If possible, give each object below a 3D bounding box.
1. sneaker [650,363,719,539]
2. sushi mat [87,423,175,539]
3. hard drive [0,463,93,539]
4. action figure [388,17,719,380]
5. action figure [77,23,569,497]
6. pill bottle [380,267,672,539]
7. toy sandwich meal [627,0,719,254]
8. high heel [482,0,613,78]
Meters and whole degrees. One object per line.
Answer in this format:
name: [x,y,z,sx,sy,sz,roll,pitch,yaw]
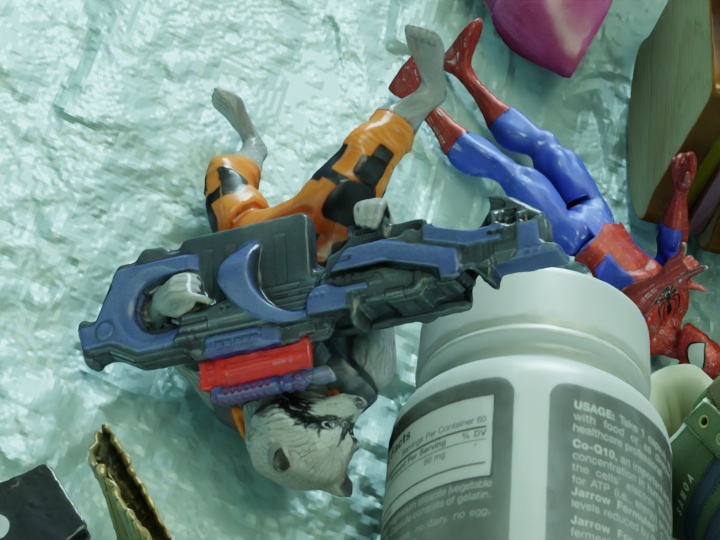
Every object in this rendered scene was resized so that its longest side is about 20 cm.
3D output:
sneaker: [0.157,0.079,0.826,0.066,0.200,0.091,-13,94,-15]
sushi mat: [-0.057,0.122,0.694,0.012,0.200,0.096,-28,71,-14]
hard drive: [-0.152,0.158,0.654,0.199,0.038,0.140,-26,54,-21]
action figure: [0.107,-0.039,0.958,0.065,0.099,0.201,-31,79,-39]
action figure: [0.000,0.000,0.852,0.105,0.198,0.195,55,38,-50]
pill bottle: [0.063,0.105,0.818,0.113,0.114,0.201,19,51,-16]
toy sandwich meal: [0.174,-0.112,0.979,0.069,0.206,0.207,5,54,-4]
high heel: [0.143,-0.161,1.075,0.199,0.068,0.096,-22,63,-34]
